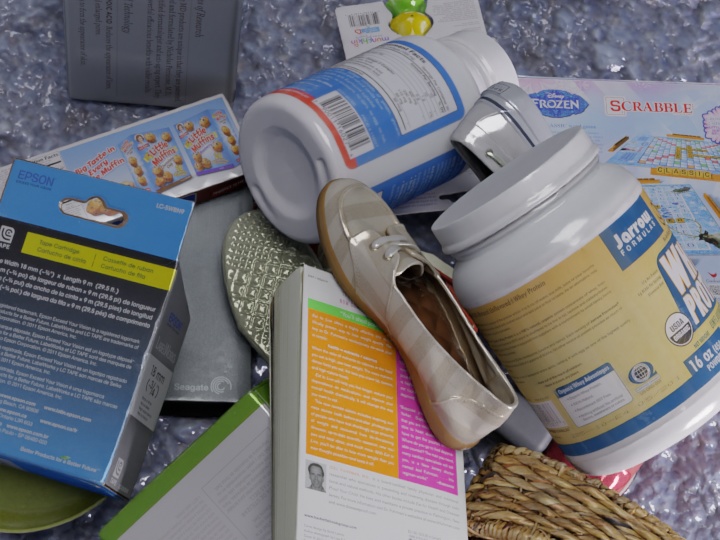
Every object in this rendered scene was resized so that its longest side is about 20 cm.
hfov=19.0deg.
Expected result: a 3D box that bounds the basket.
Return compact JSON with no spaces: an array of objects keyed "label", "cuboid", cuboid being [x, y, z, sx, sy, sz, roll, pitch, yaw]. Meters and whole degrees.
[{"label":"basket","cuboid":[0.135,0.232,1.442,0.200,0.143,0.149,31,64,9]}]

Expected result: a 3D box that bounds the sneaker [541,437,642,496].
[{"label":"sneaker","cuboid":[0.197,0.094,1.550,0.074,0.087,0.200,41,66,14]}]

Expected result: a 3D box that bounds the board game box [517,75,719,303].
[{"label":"board game box","cuboid":[0.212,-0.052,1.649,0.199,0.041,0.200,2,64,-6]}]

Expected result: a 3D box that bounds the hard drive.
[{"label":"hard drive","cuboid":[-0.149,0.011,1.578,0.139,0.033,0.201,2,64,-6]}]

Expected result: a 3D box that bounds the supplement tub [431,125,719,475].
[{"label":"supplement tub","cuboid":[0.152,0.020,1.437,0.145,0.145,0.200,-38,98,-22]}]

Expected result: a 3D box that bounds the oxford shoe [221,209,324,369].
[{"label":"oxford shoe","cuboid":[-0.041,0.049,1.552,0.075,0.058,0.200,-30,78,-3]}]

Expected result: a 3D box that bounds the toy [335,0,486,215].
[{"label":"toy","cuboid":[0.053,-0.123,1.662,0.115,0.047,0.201,-8,62,-7]}]

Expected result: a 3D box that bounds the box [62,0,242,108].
[{"label":"box","cuboid":[-0.150,-0.255,1.615,0.130,0.200,0.200,4,63,-5]}]

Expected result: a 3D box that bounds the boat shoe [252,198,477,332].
[{"label":"boat shoe","cuboid":[0.000,0.000,1.582,0.200,0.071,0.063,34,60,3]}]

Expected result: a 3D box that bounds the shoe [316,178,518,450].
[{"label":"shoe","cuboid":[0.039,0.021,1.421,0.070,0.053,0.200,-25,83,-46]}]

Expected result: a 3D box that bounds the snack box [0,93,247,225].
[{"label":"snack box","cuboid":[-0.179,-0.067,1.580,0.199,0.024,0.072,-20,67,-16]}]

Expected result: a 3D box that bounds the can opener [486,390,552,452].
[{"label":"can opener","cuboid":[0.044,0.080,1.522,0.200,0.053,0.067,38,74,-16]}]

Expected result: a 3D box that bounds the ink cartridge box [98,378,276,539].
[{"label":"ink cartridge box","cuboid":[-0.054,0.197,1.443,0.148,0.076,0.200,-43,88,8]}]

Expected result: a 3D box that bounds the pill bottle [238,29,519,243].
[{"label":"pill bottle","cuboid":[0.019,-0.104,1.544,0.200,0.112,0.112,-26,69,-37]}]

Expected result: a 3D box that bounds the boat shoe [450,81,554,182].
[{"label":"boat shoe","cuboid":[0.129,-0.040,1.539,0.067,0.074,0.200,-42,108,-16]}]

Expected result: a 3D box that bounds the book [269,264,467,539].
[{"label":"book","cuboid":[0.008,0.108,1.407,0.133,0.048,0.201,17,54,-26]}]

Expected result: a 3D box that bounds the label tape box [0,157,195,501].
[{"label":"label tape box","cuboid":[-0.196,0.040,1.459,0.144,0.063,0.201,14,77,17]}]

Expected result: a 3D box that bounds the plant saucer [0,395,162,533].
[{"label":"plant saucer","cuboid":[-0.229,0.087,1.503,0.199,0.031,0.201,-4,72,13]}]
